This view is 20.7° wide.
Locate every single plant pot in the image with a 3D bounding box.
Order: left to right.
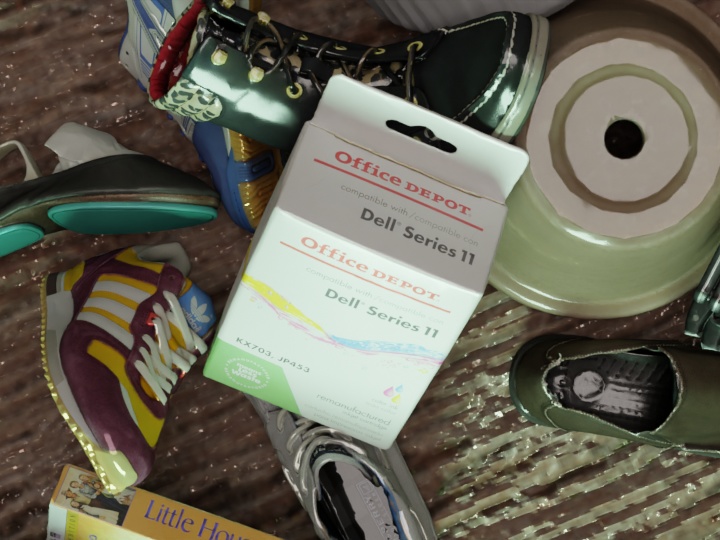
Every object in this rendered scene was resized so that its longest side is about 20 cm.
[{"bbox_3d":[0.137,-0.070,1.078,0.200,0.175,0.201,0,91,0],"label":"plant pot"}]

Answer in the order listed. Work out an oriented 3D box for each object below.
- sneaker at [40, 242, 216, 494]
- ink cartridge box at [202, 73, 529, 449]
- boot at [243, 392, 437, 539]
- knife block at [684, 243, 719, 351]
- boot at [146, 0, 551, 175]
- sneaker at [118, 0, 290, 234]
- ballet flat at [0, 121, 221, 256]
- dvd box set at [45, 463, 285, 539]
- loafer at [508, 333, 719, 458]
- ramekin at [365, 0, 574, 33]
[{"bbox_3d":[-0.122,0.041,1.079,0.090,0.200,0.075,-23,123,0],"label":"sneaker"},{"bbox_3d":[0.000,0.000,1.029,0.117,0.200,0.067,22,50,-4],"label":"ink cartridge box"},{"bbox_3d":[-0.016,0.095,1.123,0.074,0.096,0.200,-33,91,2],"label":"boot"},{"bbox_3d":[0.251,-0.043,1.073,0.064,0.176,0.200,30,63,16],"label":"knife block"},{"bbox_3d":[-0.010,-0.100,1.018,0.154,0.204,0.074,20,69,-23],"label":"boot"},{"bbox_3d":[-0.091,-0.116,1.142,0.088,0.075,0.200,-8,101,31],"label":"sneaker"},{"bbox_3d":[-0.180,-0.047,1.133,0.200,0.068,0.069,-10,77,9],"label":"ballet flat"},{"bbox_3d":[-0.079,0.180,1.107,0.200,0.146,0.029,20,59,0],"label":"dvd box set"},{"bbox_3d":[0.186,0.075,1.130,0.200,0.071,0.073,1,92,1],"label":"loafer"},{"bbox_3d":[0.065,-0.215,1.073,0.202,0.202,0.094,-31,134,2],"label":"ramekin"}]
